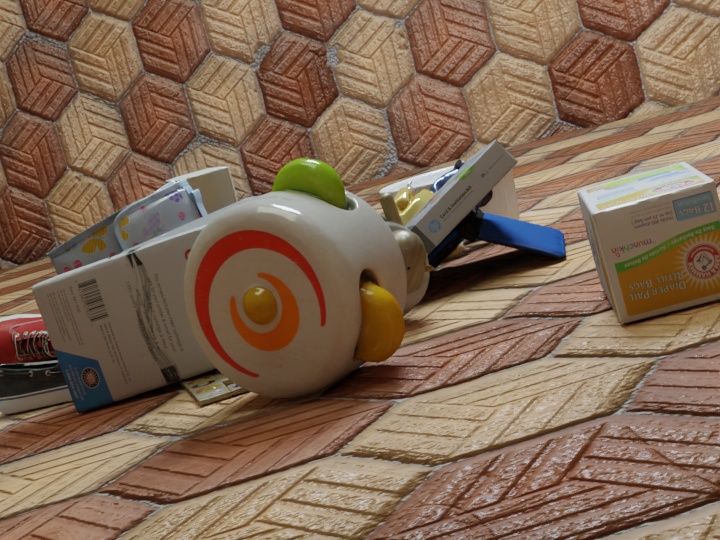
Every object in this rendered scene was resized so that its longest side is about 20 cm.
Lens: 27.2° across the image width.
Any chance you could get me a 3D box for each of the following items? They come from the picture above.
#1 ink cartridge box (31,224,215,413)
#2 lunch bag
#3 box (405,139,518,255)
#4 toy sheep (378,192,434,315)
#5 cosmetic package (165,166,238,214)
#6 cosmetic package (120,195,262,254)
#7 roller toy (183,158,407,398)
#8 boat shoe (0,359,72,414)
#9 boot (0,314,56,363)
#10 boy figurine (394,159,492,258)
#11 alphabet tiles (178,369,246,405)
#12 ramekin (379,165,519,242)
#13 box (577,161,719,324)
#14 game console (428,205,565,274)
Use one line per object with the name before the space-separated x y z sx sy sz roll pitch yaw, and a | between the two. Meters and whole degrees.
ink cartridge box | -0.226 0.048 1.586 0.199 0.145 0.084 -18 6 9
lunch bag | -0.260 0.000 1.841 0.199 0.170 0.127 -26 3 19
box | 0.089 -0.060 1.744 0.200 0.041 0.156 -45 2 -8
toy sheep | 0.000 0.000 1.587 0.138 0.138 0.200 -21 -1 -36
cosmetic package | -0.188 -0.031 1.933 0.071 0.201 0.105 -16 6 -15
cosmetic package | -0.161 -0.020 1.723 0.107 0.091 0.200 -3 21 46
roller toy | -0.061 0.020 1.360 0.182 0.200 0.140 -38 -6 31
boat shoe | -0.327 0.109 1.694 0.199 0.067 0.070 -14 7 14
boot | -0.451 0.100 2.030 0.199 0.073 0.144 -13 8 -6
boy figurine | 0.089 -0.059 1.981 0.200 0.124 0.064 -42 -11 -23
alphabet tiles | -0.101 0.098 1.543 0.166 0.008 0.200 -17 8 -13
ramekin | 0.135 -0.095 2.157 0.200 0.098 0.200 -15 8 2
box | 0.267 -0.029 1.350 0.112 0.102 0.200 -15 7 7
game console | 0.148 -0.011 1.807 0.171 0.118 0.200 -46 1 12
